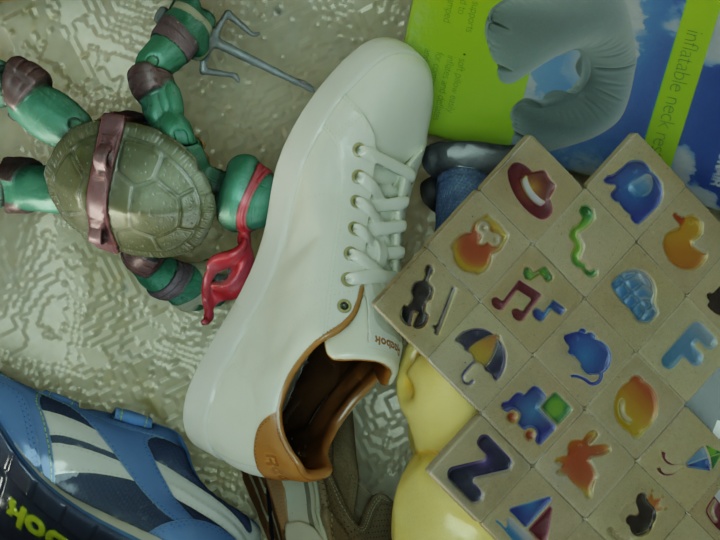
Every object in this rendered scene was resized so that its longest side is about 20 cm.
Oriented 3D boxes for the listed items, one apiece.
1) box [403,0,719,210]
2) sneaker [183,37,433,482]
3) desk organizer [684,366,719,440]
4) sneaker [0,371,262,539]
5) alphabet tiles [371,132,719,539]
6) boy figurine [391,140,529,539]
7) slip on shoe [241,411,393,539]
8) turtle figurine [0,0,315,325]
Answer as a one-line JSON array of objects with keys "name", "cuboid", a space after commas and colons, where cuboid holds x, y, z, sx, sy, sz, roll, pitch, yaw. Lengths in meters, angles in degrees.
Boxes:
[{"name": "box", "cuboid": [0.120, -0.096, 1.211, 0.200, 0.048, 0.122, 14, 132, 3]}, {"name": "sneaker", "cuboid": [0.000, 0.000, 1.184, 0.085, 0.073, 0.200, 22, 91, 41]}, {"name": "desk organizer", "cuboid": [0.144, 0.123, 1.240, 0.072, 0.077, 0.200, 19, 94, -2]}, {"name": "sneaker", "cuboid": [-0.132, 0.098, 1.267, 0.200, 0.082, 0.074, 38, 130, 13]}, {"name": "alphabet tiles", "cuboid": [0.105, 0.046, 1.161, 0.200, 0.008, 0.167, 45, 81, -14]}, {"name": "boy figurine", "cuboid": [0.048, 0.043, 1.199, 0.064, 0.124, 0.200, 2, 67, 1]}, {"name": "slip on shoe", "cuboid": [-0.009, 0.121, 1.218, 0.061, 0.200, 0.076, -12, 137, -12]}, {"name": "turtle figurine", "cuboid": [-0.101, -0.051, 1.229, 0.200, 0.101, 0.150, 14, 106, 11]}]
